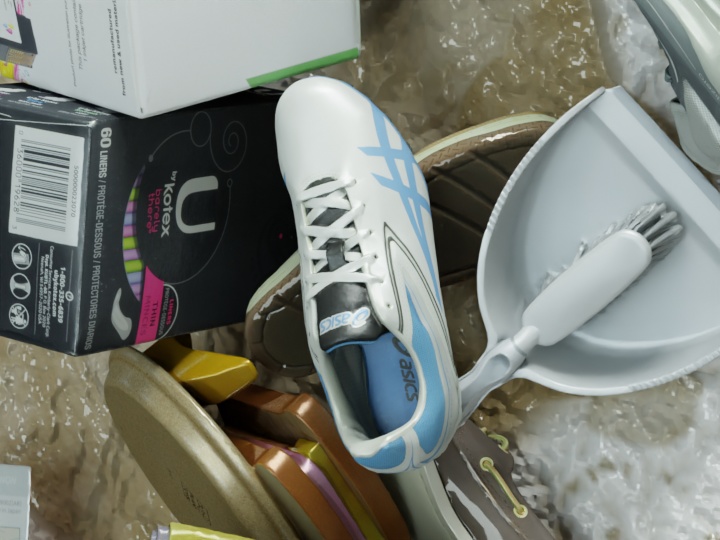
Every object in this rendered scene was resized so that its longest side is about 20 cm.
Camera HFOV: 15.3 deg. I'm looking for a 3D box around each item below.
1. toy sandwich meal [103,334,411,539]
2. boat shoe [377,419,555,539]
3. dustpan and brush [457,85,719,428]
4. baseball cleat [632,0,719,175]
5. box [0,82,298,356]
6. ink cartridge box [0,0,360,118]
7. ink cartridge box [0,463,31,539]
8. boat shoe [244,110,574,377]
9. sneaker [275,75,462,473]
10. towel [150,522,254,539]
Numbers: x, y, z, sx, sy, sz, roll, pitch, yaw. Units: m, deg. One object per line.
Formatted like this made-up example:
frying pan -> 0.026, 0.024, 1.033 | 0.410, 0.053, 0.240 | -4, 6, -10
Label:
toy sandwich meal -> -0.059, 0.104, 1.432 | 0.205, 0.070, 0.205 | 47, 164, 19
boat shoe -> 0.056, 0.119, 1.390 | 0.200, 0.059, 0.072 | 58, 155, 15
dustpan and brush -> 0.094, 0.024, 1.328 | 0.140, 0.057, 0.200 | 47, 118, -1
baseball cleat -> 0.152, -0.119, 1.288 | 0.107, 0.069, 0.200 | 96, 152, -50
box -> -0.121, -0.034, 1.401 | 0.106, 0.200, 0.123 | 13, 104, 31
ink cartridge box -> -0.118, -0.149, 1.386 | 0.200, 0.144, 0.084 | 19, 120, 47
ink cartridge box -> -0.238, 0.209, 1.577 | 0.160, 0.047, 0.201 | 0, 92, 34
boat shoe -> 0.023, -0.026, 1.386 | 0.200, 0.076, 0.072 | -30, 111, 13
sneaker -> 0.000, 0.000, 1.310 | 0.072, 0.072, 0.201 | -17, 85, 21
towel -> -0.021, 0.190, 1.337 | 0.199, 0.023, 0.144 | 10, 129, -5
